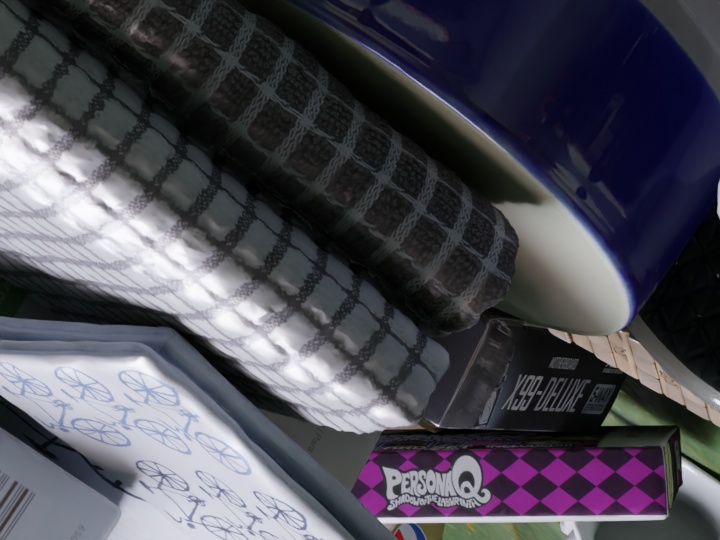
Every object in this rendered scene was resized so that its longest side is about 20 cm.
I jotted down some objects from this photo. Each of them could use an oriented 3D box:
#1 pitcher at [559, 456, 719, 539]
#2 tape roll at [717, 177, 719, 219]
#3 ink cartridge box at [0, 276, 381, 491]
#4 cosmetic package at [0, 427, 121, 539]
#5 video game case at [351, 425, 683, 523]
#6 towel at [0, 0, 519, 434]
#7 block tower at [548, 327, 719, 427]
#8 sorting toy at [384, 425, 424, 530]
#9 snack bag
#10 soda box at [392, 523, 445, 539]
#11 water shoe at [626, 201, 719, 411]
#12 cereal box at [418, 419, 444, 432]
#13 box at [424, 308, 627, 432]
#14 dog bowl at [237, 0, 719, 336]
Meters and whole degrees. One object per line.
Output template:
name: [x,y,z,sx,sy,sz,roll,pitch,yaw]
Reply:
pitcher: [0.143,0.154,1.177,0.172,0.121,0.200,51,166,27]
tape roll: [0.185,0.004,0.513,0.200,0.066,0.200,33,168,8]
ink cartridge box: [-0.110,0.034,0.810,0.200,0.084,0.144,41,151,-27]
cosmetic package: [-0.149,0.097,0.753,0.101,0.074,0.200,34,161,-1]
video game case: [0.045,0.091,0.990,0.198,0.036,0.181,-2,178,11]
towel: [-0.063,-0.032,0.633,0.165,0.086,0.200,37,167,-20]
block tower: [0.071,-0.012,0.799,0.199,0.054,0.058,30,169,21]
sorting toy: [-0.057,0.087,1.163,0.200,0.186,0.036,38,-178,40]
snack bag: [-0.066,0.070,0.696,0.199,0.021,0.189,4,147,48]
soda box: [0.005,0.128,1.178,0.067,0.201,0.064,-1,152,32]
water shoe: [0.166,0.040,0.701,0.199,0.072,0.079,31,170,22]
cereal box: [-0.022,0.013,1.054,0.199,0.040,0.144,28,-170,17]
box: [0.000,0.000,0.911,0.199,0.050,0.157,31,-170,28]
dog bowl: [0.019,-0.068,0.656,0.199,0.079,0.200,33,169,8]
